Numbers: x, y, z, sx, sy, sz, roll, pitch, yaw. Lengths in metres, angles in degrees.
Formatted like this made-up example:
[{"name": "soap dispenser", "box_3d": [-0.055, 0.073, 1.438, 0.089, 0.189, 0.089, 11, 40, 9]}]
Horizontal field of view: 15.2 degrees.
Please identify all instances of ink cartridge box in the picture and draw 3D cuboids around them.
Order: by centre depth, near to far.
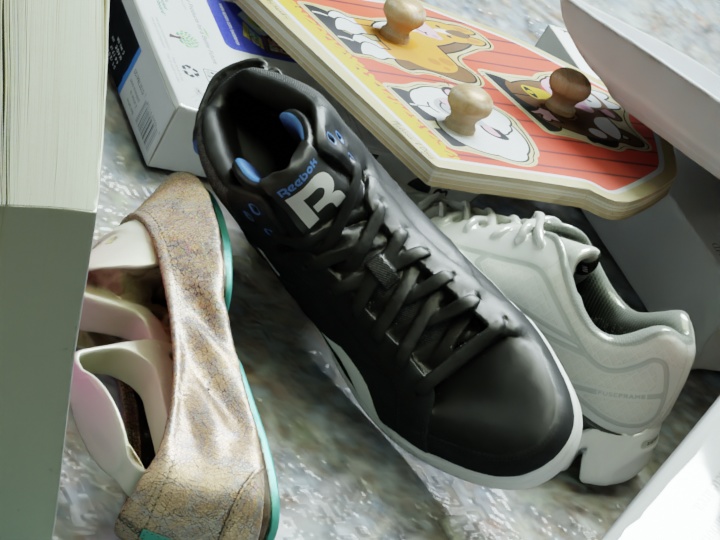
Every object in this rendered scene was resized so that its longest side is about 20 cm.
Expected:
[{"name": "ink cartridge box", "box_3d": [-0.016, -0.074, 1.218, 0.199, 0.039, 0.100, 10, 37, -30]}]

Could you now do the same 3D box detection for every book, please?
[{"name": "book", "box_3d": [-0.113, -0.013, 0.931, 0.048, 0.134, 0.200, 4, 30, -10]}]

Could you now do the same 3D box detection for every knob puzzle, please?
[{"name": "knob puzzle", "box_3d": [0.065, -0.085, 1.212, 0.218, 0.031, 0.220, 20, 22, -8]}]

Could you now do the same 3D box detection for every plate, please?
[{"name": "plate", "box_3d": [0.196, -0.043, 1.216, 0.199, 0.032, 0.200, 41, 13, 37]}]

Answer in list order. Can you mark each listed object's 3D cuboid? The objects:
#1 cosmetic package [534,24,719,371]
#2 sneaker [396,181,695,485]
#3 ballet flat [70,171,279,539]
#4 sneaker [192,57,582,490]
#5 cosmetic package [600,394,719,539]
[{"name": "cosmetic package", "box_3d": [0.152, -0.035, 1.302, 0.082, 0.051, 0.200, 5, 40, -36]}, {"name": "sneaker", "box_3d": [0.053, 0.001, 1.133, 0.200, 0.081, 0.075, 35, 32, 9]}, {"name": "ballet flat", "box_3d": [-0.077, 0.027, 0.993, 0.067, 0.068, 0.201, 9, 35, -21]}, {"name": "sneaker", "box_3d": [0.000, 0.000, 1.046, 0.200, 0.073, 0.112, 46, -2, 25]}, {"name": "cosmetic package", "box_3d": [0.140, 0.175, 0.875, 0.200, 0.167, 0.167, 37, 31, 10]}]
